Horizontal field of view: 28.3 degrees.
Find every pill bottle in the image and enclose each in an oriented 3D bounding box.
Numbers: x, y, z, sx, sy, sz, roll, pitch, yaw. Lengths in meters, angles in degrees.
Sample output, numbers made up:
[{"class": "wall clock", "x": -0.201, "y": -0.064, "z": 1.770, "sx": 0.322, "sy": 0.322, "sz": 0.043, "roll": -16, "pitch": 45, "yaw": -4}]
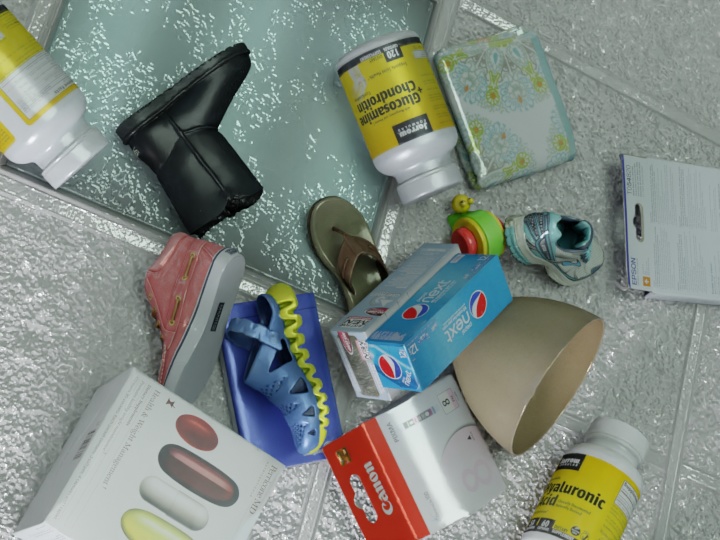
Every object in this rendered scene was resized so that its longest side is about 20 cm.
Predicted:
[{"class": "pill bottle", "x": 0.291, "y": 0.290, "z": 1.811, "sx": 0.111, "sy": 0.111, "sz": 0.200, "roll": 39, "pitch": 63, "yaw": -14}, {"class": "pill bottle", "x": 0.055, "y": -0.190, "z": 1.797, "sx": 0.112, "sy": 0.112, "sz": 0.201, "roll": -21, "pitch": 87, "yaw": -29}, {"class": "pill bottle", "x": -0.377, "y": -0.191, "z": 1.585, "sx": 0.200, "sy": 0.112, "sz": 0.112, "roll": 49, "pitch": 62, "yaw": -9}]

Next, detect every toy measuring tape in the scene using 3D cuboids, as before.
[{"class": "toy measuring tape", "x": 0.169, "y": -0.008, "z": 1.844, "sx": 0.073, "sy": 0.074, "sz": 0.201, "roll": -22, "pitch": 88, "yaw": -29}]

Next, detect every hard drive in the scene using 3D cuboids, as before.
[{"class": "hard drive", "x": -0.097, "y": 0.134, "z": 1.699, "sx": 0.131, "sy": 0.025, "sz": 0.201, "roll": -8, "pitch": 81, "yaw": -29}]

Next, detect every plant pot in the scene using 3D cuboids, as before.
[{"class": "plant pot", "x": 0.193, "y": 0.110, "z": 1.778, "sx": 0.134, "sy": 0.201, "sz": 0.200, "roll": 33, "pitch": 60, "yaw": 21}]

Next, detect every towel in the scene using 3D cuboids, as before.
[{"class": "towel", "x": 0.190, "y": -0.221, "z": 1.922, "sx": 0.171, "sy": 0.048, "sz": 0.201, "roll": -18, "pitch": 86, "yaw": -26}]

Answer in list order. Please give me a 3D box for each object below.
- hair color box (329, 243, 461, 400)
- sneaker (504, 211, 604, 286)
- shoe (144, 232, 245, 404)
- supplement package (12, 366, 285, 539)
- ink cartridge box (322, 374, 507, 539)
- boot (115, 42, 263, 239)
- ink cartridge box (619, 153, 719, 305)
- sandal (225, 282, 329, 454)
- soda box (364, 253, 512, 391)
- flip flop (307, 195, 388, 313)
[{"class": "hair color box", "x": 0.058, "y": 0.060, "z": 1.742, "sx": 0.200, "sy": 0.060, "sz": 0.099, "roll": -42, "pitch": 121, "yaw": -38}, {"class": "sneaker", "x": 0.275, "y": -0.030, "z": 1.871, "sx": 0.200, "sy": 0.086, "sz": 0.078, "roll": 13, "pitch": 68, "yaw": -49}, {"class": "shoe", "x": -0.208, "y": 0.058, "z": 1.641, "sx": 0.091, "sy": 0.071, "sz": 0.201, "roll": 21, "pitch": 92, "yaw": 23}, {"class": "supplement package", "x": -0.227, "y": 0.245, "z": 1.536, "sx": 0.200, "sy": 0.147, "sz": 0.192, "roll": 34, "pitch": 65, "yaw": -15}, {"class": "ink cartridge box", "x": 0.070, "y": 0.239, "z": 1.731, "sx": 0.200, "sy": 0.057, "sz": 0.163, "roll": -27, "pitch": 91, "yaw": -43}, {"class": "boot", "x": -0.168, "y": -0.153, "z": 1.701, "sx": 0.200, "sy": 0.076, "sz": 0.168, "roll": -40, "pitch": 93, "yaw": -22}, {"class": "ink cartridge box", "x": 0.440, "y": -0.056, "z": 2.011, "sx": 0.199, "sy": 0.041, "sz": 0.201, "roll": 7, "pitch": 75, "yaw": -25}, {"class": "sandal", "x": -0.098, "y": 0.119, "z": 1.649, "sx": 0.087, "sy": 0.079, "sz": 0.201, "roll": -14, "pitch": 76, "yaw": -26}, {"class": "soda box", "x": 0.095, "y": 0.058, "z": 1.691, "sx": 0.200, "sy": 0.064, "sz": 0.068, "roll": -41, "pitch": 120, "yaw": -37}, {"class": "flip flop", "x": 0.000, "y": 0.000, "z": 1.761, "sx": 0.081, "sy": 0.058, "sz": 0.201, "roll": -22, "pitch": 91, "yaw": -25}]
